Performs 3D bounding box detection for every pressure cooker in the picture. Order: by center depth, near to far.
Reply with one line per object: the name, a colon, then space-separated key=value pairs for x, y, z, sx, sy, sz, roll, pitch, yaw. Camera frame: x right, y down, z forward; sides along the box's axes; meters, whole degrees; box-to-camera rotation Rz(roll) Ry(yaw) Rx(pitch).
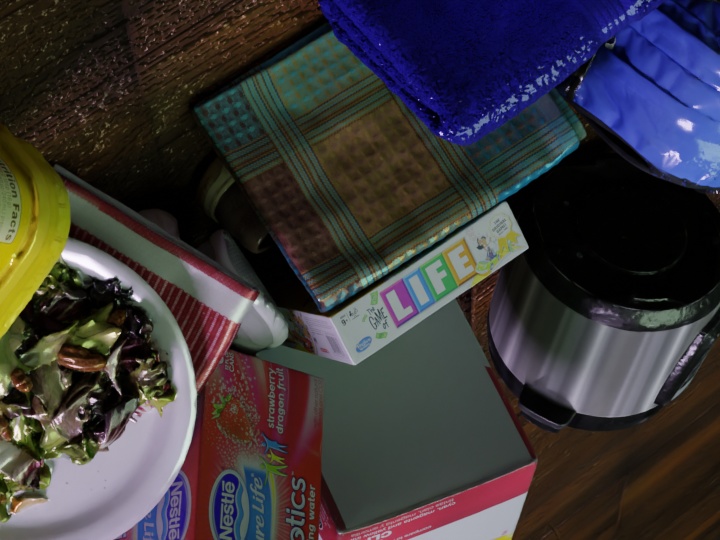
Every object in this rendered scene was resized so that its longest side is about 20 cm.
pressure cooker: x=0.192 y=0.027 z=1.503 sx=0.175 sy=0.179 sz=0.200 roll=-9 pitch=143 yaw=-19

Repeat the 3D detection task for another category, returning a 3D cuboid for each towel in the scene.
towel: x=-0.167 y=0.057 z=1.065 sx=0.200 sy=0.144 sz=0.023 roll=-56 pitch=-169 yaw=14
towel: x=0.088 y=-0.172 z=1.068 sx=0.200 sy=0.148 sz=0.050 roll=-38 pitch=145 yaw=-9
towel: x=0.020 y=-0.086 z=1.109 sx=0.200 sy=0.147 sz=0.022 roll=-33 pitch=176 yaw=-18

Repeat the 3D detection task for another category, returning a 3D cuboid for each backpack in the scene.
backpack: x=0.202 y=-0.155 z=1.194 sx=0.162 sy=0.200 sz=0.168 roll=-15 pitch=144 yaw=-43

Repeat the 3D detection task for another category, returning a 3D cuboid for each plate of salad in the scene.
plate of salad: x=-0.189 y=0.075 z=1.031 sx=0.200 sy=0.200 sz=0.048 roll=-47 pitch=-164 yaw=10

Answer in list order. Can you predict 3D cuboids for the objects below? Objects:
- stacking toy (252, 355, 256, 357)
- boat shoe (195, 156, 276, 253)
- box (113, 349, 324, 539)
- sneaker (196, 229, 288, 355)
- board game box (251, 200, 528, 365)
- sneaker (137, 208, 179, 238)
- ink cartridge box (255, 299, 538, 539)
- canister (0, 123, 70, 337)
stacking toy: x=-0.042 y=0.059 z=1.328 sx=0.199 sy=0.085 sz=0.086 roll=-11 pitch=141 yaw=-39
boat shoe: x=-0.006 y=-0.063 z=1.184 sx=0.199 sy=0.072 sz=0.072 roll=-24 pitch=149 yaw=-36
box: x=-0.089 y=0.155 z=1.115 sx=0.099 sy=0.201 sz=0.095 roll=21 pitch=153 yaw=-40
sneaker: x=-0.100 y=0.038 z=1.154 sx=0.082 sy=0.075 sz=0.200 roll=-31 pitch=171 yaw=-18
board game box: x=0.000 y=0.000 z=1.189 sx=0.134 sy=0.034 sz=0.200 roll=-33 pitch=-163 yaw=-20
sneaker: x=-0.184 y=0.039 z=1.104 sx=0.088 sy=0.075 sz=0.200 roll=34 pitch=90 yaw=-24
ink cartridge box: x=0.015 y=0.138 z=1.281 sx=0.144 sy=0.146 sz=0.200 roll=-19 pitch=151 yaw=-16
canister: x=-0.253 y=-0.012 z=0.891 sx=0.149 sy=0.087 sz=0.200 roll=-50 pitch=153 yaw=16
